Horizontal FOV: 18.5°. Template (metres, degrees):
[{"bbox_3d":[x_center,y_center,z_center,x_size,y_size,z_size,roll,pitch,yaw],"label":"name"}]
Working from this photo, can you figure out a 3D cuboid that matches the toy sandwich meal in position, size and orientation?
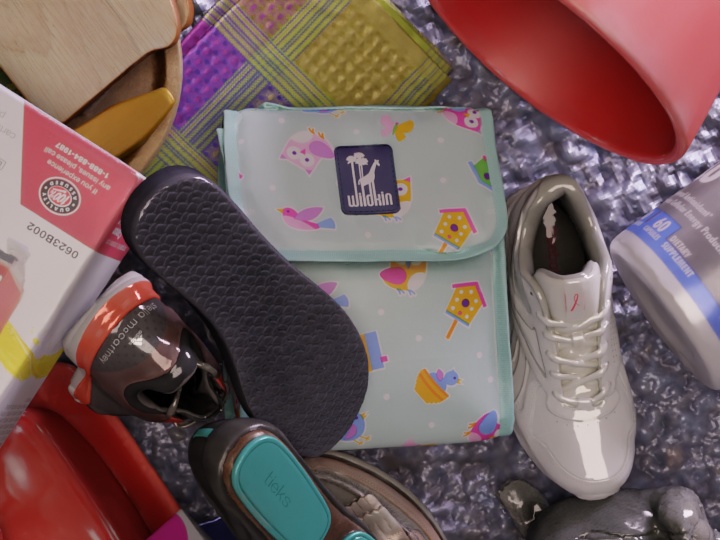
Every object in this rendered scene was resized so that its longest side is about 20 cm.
[{"bbox_3d":[-0.189,-0.122,1.267,0.205,0.070,0.205,0,89,0],"label":"toy sandwich meal"}]

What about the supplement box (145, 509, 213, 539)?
[{"bbox_3d":[-0.066,0.244,1.237,0.101,0.103,0.200,-40,127,-4],"label":"supplement box"}]

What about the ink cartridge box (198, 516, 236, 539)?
[{"bbox_3d":[-0.091,0.259,1.349,0.198,0.047,0.200,-20,95,-3],"label":"ink cartridge box"}]

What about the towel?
[{"bbox_3d":[-0.051,-0.101,1.337,0.200,0.023,0.144,-47,112,-2],"label":"towel"}]

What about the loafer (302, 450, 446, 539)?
[{"bbox_3d":[0.024,0.186,1.312,0.072,0.063,0.200,-35,115,17],"label":"loafer"}]

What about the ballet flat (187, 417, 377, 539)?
[{"bbox_3d":[-0.033,0.153,1.243,0.068,0.068,0.200,-45,121,-24],"label":"ballet flat"}]

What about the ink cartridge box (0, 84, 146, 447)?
[{"bbox_3d":[-0.222,0.000,1.193,0.145,0.083,0.200,32,89,3],"label":"ink cartridge box"}]

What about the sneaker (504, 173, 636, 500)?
[{"bbox_3d":[0.120,0.036,1.312,0.078,0.099,0.200,-12,78,-4],"label":"sneaker"}]

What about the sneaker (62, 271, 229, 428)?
[{"bbox_3d":[-0.115,0.065,1.260,0.082,0.200,0.077,40,84,10],"label":"sneaker"}]

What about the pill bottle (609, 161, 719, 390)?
[{"bbox_3d":[0.260,-0.029,1.330,0.200,0.114,0.114,-36,94,-3],"label":"pill bottle"}]

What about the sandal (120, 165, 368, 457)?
[{"bbox_3d":[-0.059,0.018,1.206,0.076,0.043,0.200,-39,121,-10],"label":"sandal"}]

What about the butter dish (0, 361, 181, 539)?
[{"bbox_3d":[-0.208,0.167,1.270,0.199,0.148,0.200,-35,75,-2],"label":"butter dish"}]

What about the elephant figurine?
[{"bbox_3d":[0.139,0.218,1.280,0.155,0.200,0.142,-18,111,36],"label":"elephant figurine"}]

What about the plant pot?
[{"bbox_3d":[0.159,-0.191,1.292,0.200,0.200,0.177,40,79,-4],"label":"plant pot"}]

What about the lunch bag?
[{"bbox_3d":[0.000,0.000,1.303,0.170,0.122,0.200,-2,98,-8],"label":"lunch bag"}]
